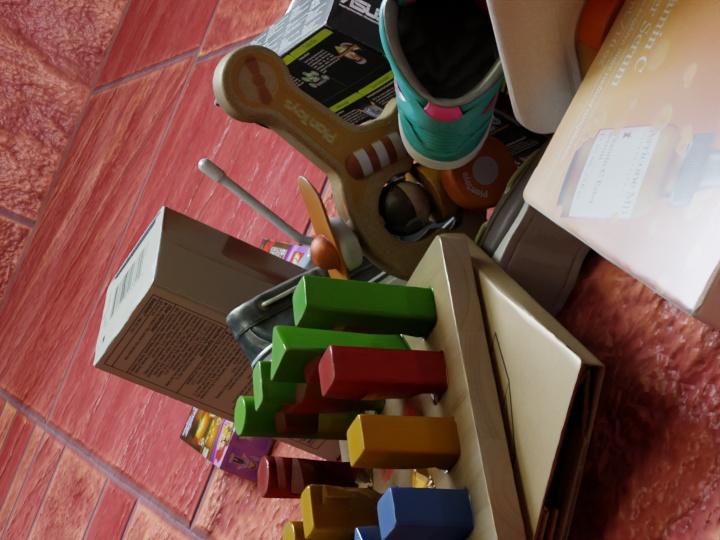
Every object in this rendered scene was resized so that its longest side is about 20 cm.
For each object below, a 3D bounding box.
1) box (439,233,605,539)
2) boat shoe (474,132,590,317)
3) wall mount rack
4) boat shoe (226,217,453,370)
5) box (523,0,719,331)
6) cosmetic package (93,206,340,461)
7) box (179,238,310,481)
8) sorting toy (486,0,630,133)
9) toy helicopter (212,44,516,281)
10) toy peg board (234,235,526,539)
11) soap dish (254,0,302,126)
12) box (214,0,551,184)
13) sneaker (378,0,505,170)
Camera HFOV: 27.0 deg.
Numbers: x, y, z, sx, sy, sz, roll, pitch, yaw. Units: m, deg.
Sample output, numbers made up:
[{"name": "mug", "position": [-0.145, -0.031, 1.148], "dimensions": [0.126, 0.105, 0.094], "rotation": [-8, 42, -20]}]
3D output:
[{"name": "box", "position": [0.071, 0.086, 0.847], "dimensions": [0.200, 0.021, 0.164], "rotation": [-129, 45, -63]}, {"name": "boat shoe", "position": [0.123, -0.048, 0.884], "dimensions": [0.200, 0.072, 0.060], "rotation": [-60, 24, 32]}, {"name": "wall mount rack", "position": [-0.069, -0.002, 1.149], "dimensions": [0.200, 0.173, 0.075], "rotation": [-51, 42, 33]}, {"name": "boat shoe", "position": [0.000, 0.000, 0.998], "dimensions": [0.200, 0.071, 0.072], "rotation": [-34, -8, -27]}, {"name": "box", "position": [0.184, -0.055, 0.691], "dimensions": [0.153, 0.106, 0.200], "rotation": [-63, 21, 8]}, {"name": "cosmetic package", "position": [-0.079, 0.048, 1.088], "dimensions": [0.103, 0.200, 0.087], "rotation": [-49, 25, 34]}, {"name": "box", "position": [-0.088, 0.073, 1.307], "dimensions": [0.200, 0.039, 0.137], "rotation": [-68, 21, -4]}, {"name": "sorting toy", "position": [0.147, -0.184, 0.762], "dimensions": [0.200, 0.185, 0.036], "rotation": [-40, 52, -15]}, {"name": "toy helicopter", "position": [-0.011, -0.062, 0.928], "dimensions": [0.132, 0.200, 0.079], "rotation": [-57, 16, -12]}, {"name": "toy peg board", "position": [-0.003, 0.113, 0.866], "dimensions": [0.200, 0.098, 0.200], "rotation": [119, 150, -51]}, {"name": "soap dish", "position": [0.008, -0.184, 1.180], "dimensions": [0.158, 0.081, 0.200], "rotation": [-59, -13, 24]}, {"name": "box", "position": [0.023, -0.115, 1.021], "dimensions": [0.200, 0.193, 0.048], "rotation": [-20, 47, 64]}, {"name": "sneaker", "position": [0.052, -0.167, 0.858], "dimensions": [0.121, 0.083, 0.201], "rotation": [99, 172, -82]}]
